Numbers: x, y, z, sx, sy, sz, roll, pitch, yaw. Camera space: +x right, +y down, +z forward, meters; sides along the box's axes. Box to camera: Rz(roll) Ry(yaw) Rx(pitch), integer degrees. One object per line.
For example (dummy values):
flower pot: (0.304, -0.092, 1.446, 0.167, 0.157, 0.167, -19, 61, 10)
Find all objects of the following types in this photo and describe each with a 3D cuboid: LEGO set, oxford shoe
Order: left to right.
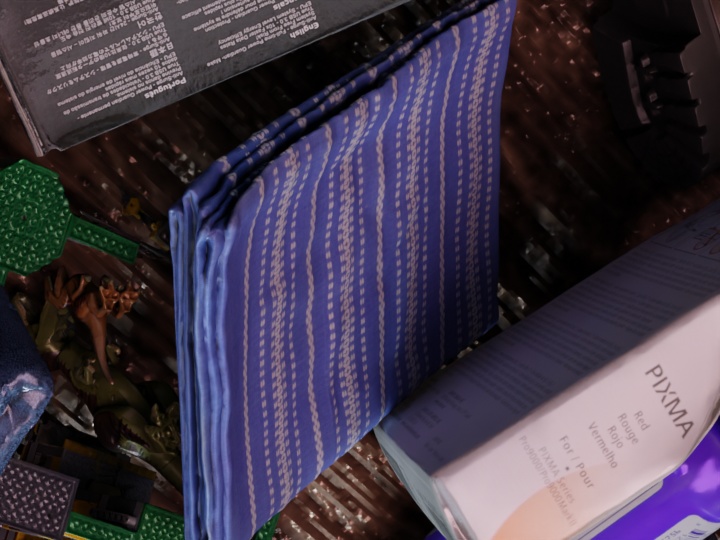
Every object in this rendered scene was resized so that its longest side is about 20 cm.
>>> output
LEGO set: (-0.110, 0.042, 0.966, 0.199, 0.115, 0.155, 14, 84, -39)
oxford shoe: (0.121, -0.135, 0.961, 0.084, 0.073, 0.201, -27, 127, -21)

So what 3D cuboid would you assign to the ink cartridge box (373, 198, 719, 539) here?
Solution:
ink cartridge box: (0.105, 0.028, 0.965, 0.199, 0.162, 0.050, -29, 98, -4)

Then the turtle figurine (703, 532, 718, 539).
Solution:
turtle figurine: (0.170, 0.179, 1.129, 0.200, 0.101, 0.150, 41, 89, -22)

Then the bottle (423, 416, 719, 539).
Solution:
bottle: (0.066, 0.111, 1.057, 0.200, 0.083, 0.065, -38, 80, 21)

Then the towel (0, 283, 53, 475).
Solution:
towel: (-0.172, 0.011, 0.854, 0.048, 0.200, 0.112, 20, 110, -42)

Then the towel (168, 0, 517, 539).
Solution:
towel: (0.000, 0.000, 0.940, 0.200, 0.024, 0.146, -38, 137, -47)

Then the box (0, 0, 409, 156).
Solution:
box: (-0.037, -0.141, 0.838, 0.199, 0.164, 0.087, -24, 123, -6)
